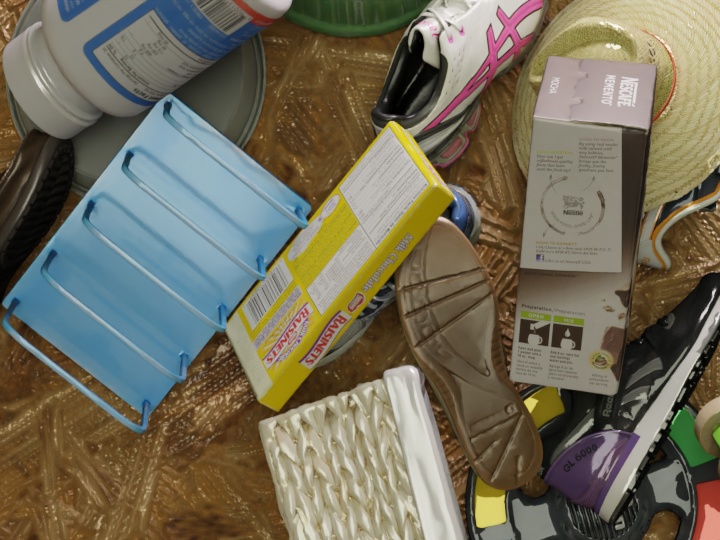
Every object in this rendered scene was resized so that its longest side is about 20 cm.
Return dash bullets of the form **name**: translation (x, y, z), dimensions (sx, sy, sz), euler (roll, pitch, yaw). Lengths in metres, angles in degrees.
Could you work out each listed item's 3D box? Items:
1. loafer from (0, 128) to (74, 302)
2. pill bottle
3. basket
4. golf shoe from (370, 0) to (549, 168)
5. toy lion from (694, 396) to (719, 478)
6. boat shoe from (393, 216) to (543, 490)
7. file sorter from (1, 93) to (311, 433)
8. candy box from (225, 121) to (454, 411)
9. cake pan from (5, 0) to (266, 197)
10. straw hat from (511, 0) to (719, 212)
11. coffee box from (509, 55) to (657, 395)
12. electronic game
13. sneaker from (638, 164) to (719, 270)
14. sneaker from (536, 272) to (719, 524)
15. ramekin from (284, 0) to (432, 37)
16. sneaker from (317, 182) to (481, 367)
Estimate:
- **loafer**: translation (-0.281, -0.025, 1.652), dimensions (0.071, 0.073, 0.201), euler (35, 99, 10)
- **pill bottle**: translation (-0.155, -0.179, 1.595), dimensions (0.199, 0.112, 0.113), euler (-30, 85, 23)
- **basket**: translation (0.011, 0.180, 1.612), dimensions (0.122, 0.136, 0.202), euler (-16, 85, 2)
- **golf shoe**: translation (0.076, -0.170, 1.652), dimensions (0.072, 0.092, 0.201), euler (25, 84, 28)
- **toy lion**: translation (0.355, 0.143, 1.599), dimensions (0.191, 0.069, 0.201), euler (-27, 126, 3)
- **boat shoe**: translation (0.071, 0.059, 1.610), dimensions (0.072, 0.072, 0.201), euler (-24, 93, -8)
- **file sorter**: translation (-0.147, -0.004, 1.612), dimensions (0.138, 0.123, 0.200), euler (38, 95, -8)
- **candy box**: translation (-0.018, -0.004, 1.596), dimensions (0.026, 0.102, 0.200), euler (31, 106, -34)
- **cake pan**: translation (-0.170, -0.149, 1.690), dimensions (0.198, 0.037, 0.202), euler (0, 86, 1)
- **straw hat**: translation (0.172, -0.138, 1.606), dimensions (0.200, 0.085, 0.203), euler (-12, 69, 33)
- **coffee box**: translation (0.153, -0.032, 1.545), dimensions (0.079, 0.113, 0.202), euler (7, 119, 8)
- **electronic game**: translation (0.175, 0.171, 1.649), dimensions (0.198, 0.042, 0.202), euler (0, 81, 0)
- **sneaker**: translation (0.244, -0.094, 1.657), dimensions (0.079, 0.078, 0.201), euler (31, 95, 7)
- **sneaker**: translation (0.194, 0.074, 1.619), dimensions (0.087, 0.076, 0.201), euler (29, 75, 13)
- **ramekin**: translation (-0.006, -0.280, 1.665), dimensions (0.198, 0.098, 0.202), euler (0, 86, 1)
- **sneaker**: translation (0.000, 0.000, 1.650), dimensions (0.200, 0.085, 0.077), euler (-39, 86, -1)
